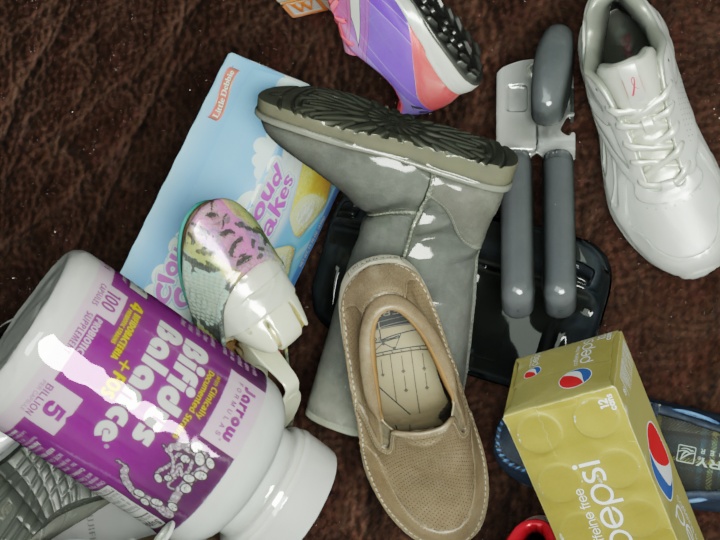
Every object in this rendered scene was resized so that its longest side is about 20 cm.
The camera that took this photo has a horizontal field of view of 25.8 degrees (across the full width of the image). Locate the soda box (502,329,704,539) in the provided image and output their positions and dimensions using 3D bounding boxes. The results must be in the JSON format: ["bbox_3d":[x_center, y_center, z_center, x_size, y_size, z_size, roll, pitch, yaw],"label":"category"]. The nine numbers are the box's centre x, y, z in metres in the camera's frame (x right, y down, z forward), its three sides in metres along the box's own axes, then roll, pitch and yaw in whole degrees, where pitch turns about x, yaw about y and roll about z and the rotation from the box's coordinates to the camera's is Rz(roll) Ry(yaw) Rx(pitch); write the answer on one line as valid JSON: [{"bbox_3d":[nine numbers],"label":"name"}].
[{"bbox_3d":[0.148,0.139,0.892,0.067,0.064,0.202,-17,111,21],"label":"soda box"}]

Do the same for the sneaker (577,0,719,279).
[{"bbox_3d":[0.175,-0.092,0.983,0.077,0.099,0.202,-22,71,12],"label":"sneaker"}]

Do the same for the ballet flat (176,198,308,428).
[{"bbox_3d":[-0.064,0.045,0.973,0.069,0.201,0.071,-32,49,-29],"label":"ballet flat"}]

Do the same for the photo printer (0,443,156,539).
[{"bbox_3d":[-0.171,0.179,1.046,0.198,0.069,0.168,-14,73,15],"label":"photo printer"}]

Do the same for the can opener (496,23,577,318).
[{"bbox_3d":[0.111,-0.064,0.999,0.052,0.067,0.202,-1,60,7],"label":"can opener"}]

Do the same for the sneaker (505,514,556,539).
[{"bbox_3d":[0.097,0.242,0.918,0.077,0.115,0.203,-7,75,16],"label":"sneaker"}]

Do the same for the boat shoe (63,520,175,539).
[{"bbox_3d":[-0.106,0.185,0.864,0.200,0.087,0.075,21,53,21],"label":"boat shoe"}]

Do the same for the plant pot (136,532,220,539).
[{"bbox_3d":[-0.102,0.266,0.942,0.198,0.093,0.204,-1,97,-7],"label":"plant pot"}]

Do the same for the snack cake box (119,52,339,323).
[{"bbox_3d":[-0.084,-0.027,1.044,0.067,0.115,0.202,24,85,22],"label":"snack cake box"}]

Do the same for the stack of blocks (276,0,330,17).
[{"bbox_3d":[0.030,-0.259,1.094,0.198,0.059,0.117,-11,74,15],"label":"stack of blocks"}]

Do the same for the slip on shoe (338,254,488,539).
[{"bbox_3d":[0.035,0.090,0.948,0.075,0.061,0.202,-14,113,-4],"label":"slip on shoe"}]

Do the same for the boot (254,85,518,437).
[{"bbox_3d":[-0.001,0.001,0.986,0.180,0.073,0.202,20,116,7],"label":"boot"}]

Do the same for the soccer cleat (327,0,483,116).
[{"bbox_3d":[-0.001,-0.186,1.035,0.073,0.068,0.200,-29,112,27],"label":"soccer cleat"}]

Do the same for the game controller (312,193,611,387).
[{"bbox_3d":[0.062,0.011,1.034,0.198,0.042,0.106,16,97,22],"label":"game controller"}]

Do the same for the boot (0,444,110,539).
[{"bbox_3d":[-0.209,0.142,0.980,0.068,0.199,0.130,56,141,3],"label":"boot"}]

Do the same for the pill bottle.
[{"bbox_3d":[-0.115,0.087,0.912,0.199,0.112,0.113,35,89,-16],"label":"pill bottle"}]

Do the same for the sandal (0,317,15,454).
[{"bbox_3d":[-0.214,0.058,1.020,0.079,0.207,0.059,-38,98,17],"label":"sandal"}]

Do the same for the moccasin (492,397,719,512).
[{"bbox_3d":[0.175,0.103,0.952,0.198,0.068,0.081,0,77,18],"label":"moccasin"}]
